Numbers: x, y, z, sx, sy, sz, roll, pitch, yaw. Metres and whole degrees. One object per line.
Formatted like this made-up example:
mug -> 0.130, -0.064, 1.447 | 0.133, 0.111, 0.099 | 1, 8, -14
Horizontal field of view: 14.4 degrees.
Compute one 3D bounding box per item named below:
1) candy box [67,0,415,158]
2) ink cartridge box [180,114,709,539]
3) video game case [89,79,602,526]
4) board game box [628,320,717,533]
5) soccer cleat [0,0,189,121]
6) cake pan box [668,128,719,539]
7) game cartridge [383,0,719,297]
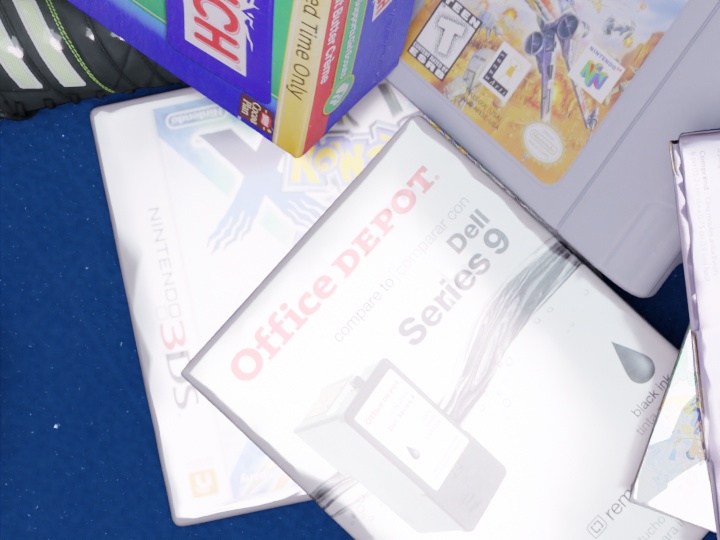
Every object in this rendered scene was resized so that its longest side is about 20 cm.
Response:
candy box -> -0.071, -0.161, 1.097 | 0.200, 0.169, 0.077 | 34, 58, 14
ink cartridge box -> 0.046, 0.055, 1.157 | 0.200, 0.084, 0.146 | 42, 92, 2
video game case -> 0.000, 0.000, 1.212 | 0.200, 0.022, 0.183 | -12, 90, 2
board game box -> 0.217, 0.056, 1.081 | 0.200, 0.034, 0.135 | 19, 96, 5
soccer cleat -> -0.138, -0.094, 1.202 | 0.200, 0.068, 0.081 | 11, 112, 0
cake pan box -> 0.214, 0.038, 1.038 | 0.184, 0.052, 0.200 | -8, 92, 9
game cartridge -> 0.081, -0.102, 1.142 | 0.200, 0.042, 0.133 | 43, 113, 24
